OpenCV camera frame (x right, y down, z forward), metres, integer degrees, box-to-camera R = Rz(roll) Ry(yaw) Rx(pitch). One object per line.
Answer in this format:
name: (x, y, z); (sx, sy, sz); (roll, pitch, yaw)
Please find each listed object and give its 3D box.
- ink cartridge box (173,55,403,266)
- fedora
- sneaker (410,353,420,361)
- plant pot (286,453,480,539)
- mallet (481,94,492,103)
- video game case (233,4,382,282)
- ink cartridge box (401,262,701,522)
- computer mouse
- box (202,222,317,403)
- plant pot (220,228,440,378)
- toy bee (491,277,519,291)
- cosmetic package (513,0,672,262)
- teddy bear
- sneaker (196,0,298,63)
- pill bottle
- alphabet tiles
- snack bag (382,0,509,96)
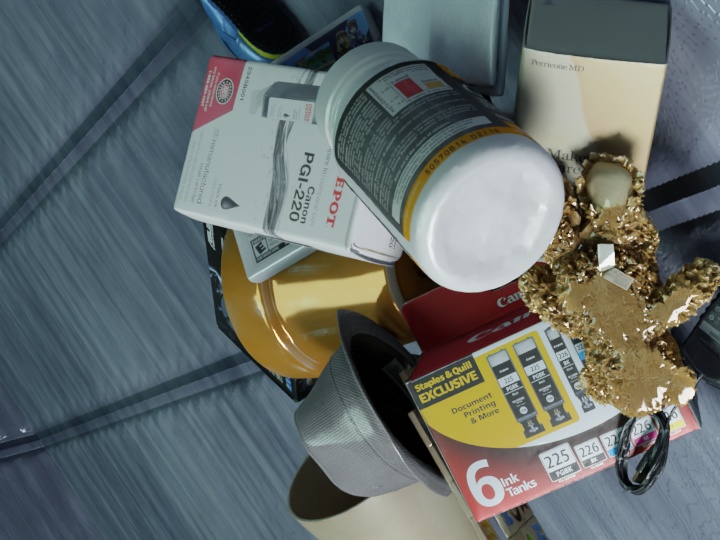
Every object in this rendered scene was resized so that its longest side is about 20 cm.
ink cartridge box: (-0.049, -0.096, 1.229); (0.198, 0.085, 0.147); (13, 89, 32)
fedora: (0.006, 0.129, 1.222); (0.178, 0.090, 0.200); (63, -163, 21)
sneaker: (0.101, 0.146, 1.369); (0.198, 0.072, 0.083); (25, 162, 1)
plant pot: (0.050, 0.274, 1.563); (0.201, 0.187, 0.187); (54, 156, -21)
mallet: (0.078, -0.163, 1.120); (0.066, 0.041, 0.202); (112, 150, -56)
video game case: (-0.046, -0.113, 1.293); (0.199, 0.023, 0.184); (-29, 67, 24)
ink cartridge box: (0.145, 0.077, 1.148); (0.177, 0.199, 0.084); (62, -164, -7)
computer mouse: (0.253, 0.087, 1.071); (0.059, 0.034, 0.201); (43, 117, 23)
box: (-0.094, 0.021, 1.630); (0.164, 0.086, 0.201); (40, 148, 34)
plant pot: (0.000, 0.000, 1.358); (0.182, 0.200, 0.202); (-5, 114, 43)
toy bee: (0.122, 0.072, 1.263); (0.131, 0.107, 0.202); (-30, -72, -75)
cosmetic package: (0.161, -0.098, 1.042); (0.104, 0.072, 0.201); (7, 136, 8)
teddy bear: (0.183, 0.007, 1.035); (0.144, 0.067, 0.200); (-34, 102, 25)
sneaker: (-0.135, -0.267, 1.437); (0.201, 0.066, 0.079); (52, 156, 15)
pill bottle: (0.048, -0.081, 1.010); (0.200, 0.115, 0.117); (-129, 24, -49)
alphabet tiles: (0.099, 0.170, 1.241); (0.201, 0.008, 0.167); (60, -163, 8)
snack bag: (0.059, -0.234, 1.086); (0.200, 0.021, 0.191); (-157, 66, -63)
